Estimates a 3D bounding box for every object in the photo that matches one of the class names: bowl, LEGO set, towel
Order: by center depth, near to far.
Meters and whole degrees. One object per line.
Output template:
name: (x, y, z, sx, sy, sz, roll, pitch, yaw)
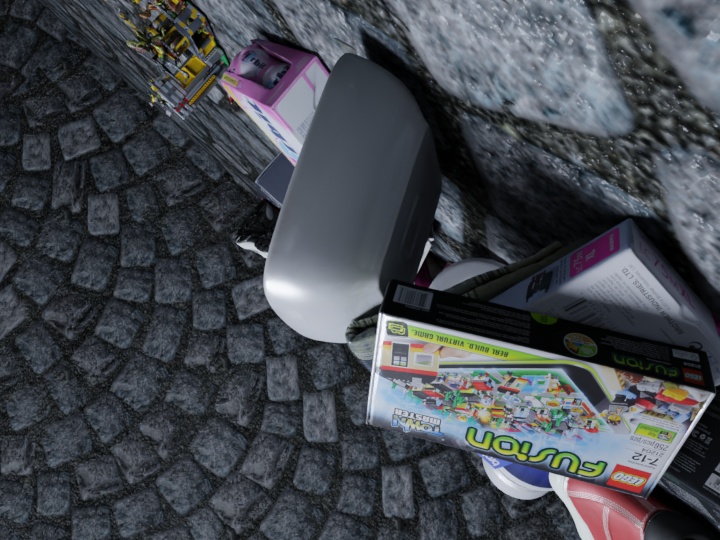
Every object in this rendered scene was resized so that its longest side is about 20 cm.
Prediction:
bowl: (0.008, -0.039, 0.511, 0.074, 0.202, 0.200, 16, 168, 16)
towel: (0.092, 0.038, 0.543, 0.193, 0.198, 0.035, 61, -171, -68)
LEGO set: (-0.260, -0.283, 0.827, 0.153, 0.116, 0.200, 42, 175, -6)

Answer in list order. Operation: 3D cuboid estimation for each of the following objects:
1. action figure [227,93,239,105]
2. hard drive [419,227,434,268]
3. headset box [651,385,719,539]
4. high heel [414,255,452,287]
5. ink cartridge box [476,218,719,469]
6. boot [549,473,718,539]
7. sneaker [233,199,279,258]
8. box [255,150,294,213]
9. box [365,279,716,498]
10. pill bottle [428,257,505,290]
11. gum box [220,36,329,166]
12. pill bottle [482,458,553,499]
action figure: (-0.134, -0.219, 0.840, 0.065, 0.052, 0.200, 40, 180, -36)
hard drive: (0.000, 0.000, 0.820, 0.138, 0.038, 0.201, 4, 148, -12)
headset box: (0.294, 0.161, 0.504, 0.200, 0.093, 0.174, 43, 175, -27)
high heel: (0.084, 0.023, 0.954, 0.067, 0.096, 0.200, 42, 175, -14)
ink cartridge box: (0.135, 0.063, 0.449, 0.119, 0.199, 0.042, 42, -144, -15)
boot: (0.255, 0.238, 0.547, 0.200, 0.073, 0.144, 48, 172, -35)
sneaker: (-0.119, -0.042, 0.908, 0.079, 0.074, 0.200, 38, 177, -31)
box: (-0.049, -0.091, 0.954, 0.200, 0.104, 0.182, 42, 174, -6)
box: (0.106, 0.079, 0.424, 0.197, 0.035, 0.111, 13, 129, 9)
pill bottle: (0.143, 0.070, 0.766, 0.119, 0.120, 0.200, 39, 175, 21)
gum box: (-0.047, -0.143, 0.668, 0.113, 0.066, 0.200, 35, 172, 45)
pill bottle: (0.192, 0.156, 0.671, 0.119, 0.119, 0.201, 39, 147, 24)
